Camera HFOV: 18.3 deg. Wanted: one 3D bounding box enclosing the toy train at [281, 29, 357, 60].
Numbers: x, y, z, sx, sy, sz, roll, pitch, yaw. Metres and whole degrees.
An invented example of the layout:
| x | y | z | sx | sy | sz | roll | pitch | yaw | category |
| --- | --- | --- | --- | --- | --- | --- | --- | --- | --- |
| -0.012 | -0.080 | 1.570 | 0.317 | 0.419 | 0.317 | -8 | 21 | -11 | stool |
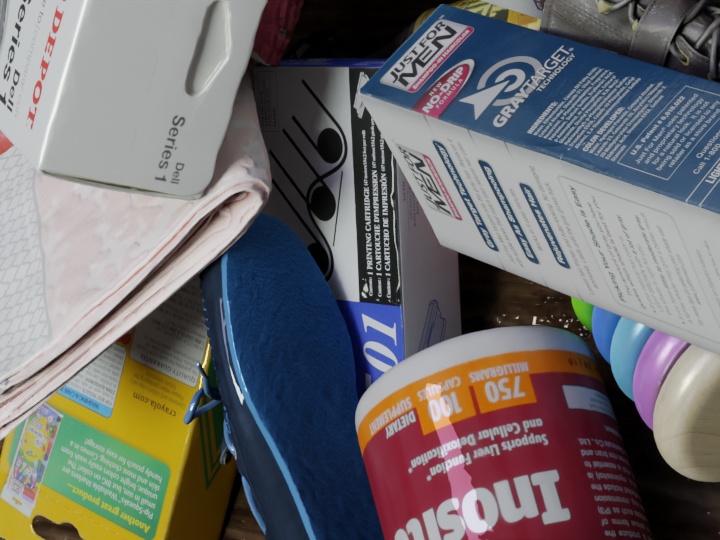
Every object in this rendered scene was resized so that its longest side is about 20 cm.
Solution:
| x | y | z | sx | sy | sz | roll | pitch | yaw | category |
| --- | --- | --- | --- | --- | --- | --- | --- | --- | --- |
| -0.073 | -0.056 | 1.195 | 0.200 | 0.034 | 0.046 | -44 | 51 | 26 | toy train |

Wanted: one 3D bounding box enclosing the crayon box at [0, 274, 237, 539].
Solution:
| x | y | z | sx | sy | sz | roll | pitch | yaw | category |
| --- | --- | --- | --- | --- | --- | --- | --- | --- | --- |
| -0.119 | 0.062 | 1.170 | 0.125 | 0.051 | 0.201 | 22 | 102 | 35 | crayon box |

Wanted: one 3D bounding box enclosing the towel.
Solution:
| x | y | z | sx | sy | sz | roll | pitch | yaw | category |
| --- | --- | --- | --- | --- | --- | --- | --- | --- | --- |
| -0.125 | -0.038 | 1.087 | 0.191 | 0.032 | 0.200 | -39 | 34 | 17 | towel |

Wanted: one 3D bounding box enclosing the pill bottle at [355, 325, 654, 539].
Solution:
| x | y | z | sx | sy | sz | roll | pitch | yaw | category |
| --- | --- | --- | --- | --- | --- | --- | --- | --- | --- |
| 0.073 | 0.134 | 0.949 | 0.113 | 0.113 | 0.201 | -33 | 61 | 33 | pill bottle |

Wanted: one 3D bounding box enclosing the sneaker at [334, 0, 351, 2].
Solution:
| x | y | z | sx | sy | sz | roll | pitch | yaw | category |
| --- | --- | --- | --- | --- | --- | --- | --- | --- | --- |
| 0.003 | -0.238 | 1.129 | 0.079 | 0.095 | 0.201 | 25 | 96 | 45 | sneaker |

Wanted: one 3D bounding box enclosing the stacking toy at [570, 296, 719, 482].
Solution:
| x | y | z | sx | sy | sz | roll | pitch | yaw | category |
| --- | --- | --- | --- | --- | --- | --- | --- | --- | --- |
| 0.122 | 0.000 | 0.976 | 0.085 | 0.085 | 0.200 | -54 | 42 | 18 | stacking toy |

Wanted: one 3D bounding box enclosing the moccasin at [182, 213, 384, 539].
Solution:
| x | y | z | sx | sy | sz | roll | pitch | yaw | category |
| --- | --- | --- | --- | --- | --- | --- | --- | --- | --- |
| -0.042 | 0.077 | 1.032 | 0.068 | 0.080 | 0.201 | -19 | 84 | 50 | moccasin |

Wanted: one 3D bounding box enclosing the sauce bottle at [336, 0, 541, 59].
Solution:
| x | y | z | sx | sy | sz | roll | pitch | yaw | category |
| --- | --- | --- | --- | --- | --- | --- | --- | --- | --- |
| 0.057 | -0.098 | 1.062 | 0.199 | 0.066 | 0.066 | -11 | 71 | 39 | sauce bottle |

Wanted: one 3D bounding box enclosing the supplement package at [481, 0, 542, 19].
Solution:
| x | y | z | sx | sy | sz | roll | pitch | yaw | category |
| --- | --- | --- | --- | --- | --- | --- | --- | --- | --- |
| 0.063 | -0.238 | 0.969 | 0.152 | 0.200 | 0.151 | 24 | 64 | 44 | supplement package |

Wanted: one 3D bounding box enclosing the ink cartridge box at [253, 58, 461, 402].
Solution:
| x | y | z | sx | sy | sz | roll | pitch | yaw | category |
| --- | --- | --- | --- | --- | --- | --- | --- | --- | --- |
| 0.000 | 0.000 | 1.063 | 0.094 | 0.044 | 0.201 | 6 | 102 | 44 | ink cartridge box |

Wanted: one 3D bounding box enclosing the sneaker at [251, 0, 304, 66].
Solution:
| x | y | z | sx | sy | sz | roll | pitch | yaw | category |
| --- | --- | --- | --- | --- | --- | --- | --- | --- | --- |
| -0.063 | -0.169 | 1.073 | 0.200 | 0.074 | 0.081 | -102 | 27 | -50 | sneaker |

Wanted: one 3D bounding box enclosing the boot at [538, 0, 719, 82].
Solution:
| x | y | z | sx | sy | sz | roll | pitch | yaw | category |
| --- | --- | --- | --- | --- | --- | --- | --- | --- | --- |
| 0.145 | -0.083 | 0.871 | 0.174 | 0.200 | 0.069 | 32 | 65 | 12 | boot |

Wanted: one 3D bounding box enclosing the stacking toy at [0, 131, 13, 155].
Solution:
| x | y | z | sx | sy | sz | roll | pitch | yaw | category |
| --- | --- | --- | --- | --- | --- | --- | --- | --- | --- |
| -0.206 | -0.115 | 1.220 | 0.146 | 0.200 | 0.147 | -13 | 70 | 40 | stacking toy |

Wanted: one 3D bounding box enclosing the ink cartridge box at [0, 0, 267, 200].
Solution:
| x | y | z | sx | sy | sz | roll | pitch | yaw | category |
| --- | --- | --- | --- | --- | --- | --- | --- | --- | --- |
| -0.124 | -0.137 | 1.022 | 0.200 | 0.084 | 0.147 | 41 | 118 | 55 | ink cartridge box |

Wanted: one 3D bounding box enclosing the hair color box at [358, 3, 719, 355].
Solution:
| x | y | z | sx | sy | sz | roll | pitch | yaw | category |
| --- | --- | --- | --- | --- | --- | --- | --- | --- | --- |
| 0.101 | -0.034 | 0.890 | 0.200 | 0.100 | 0.061 | 22 | 62 | 43 | hair color box |
